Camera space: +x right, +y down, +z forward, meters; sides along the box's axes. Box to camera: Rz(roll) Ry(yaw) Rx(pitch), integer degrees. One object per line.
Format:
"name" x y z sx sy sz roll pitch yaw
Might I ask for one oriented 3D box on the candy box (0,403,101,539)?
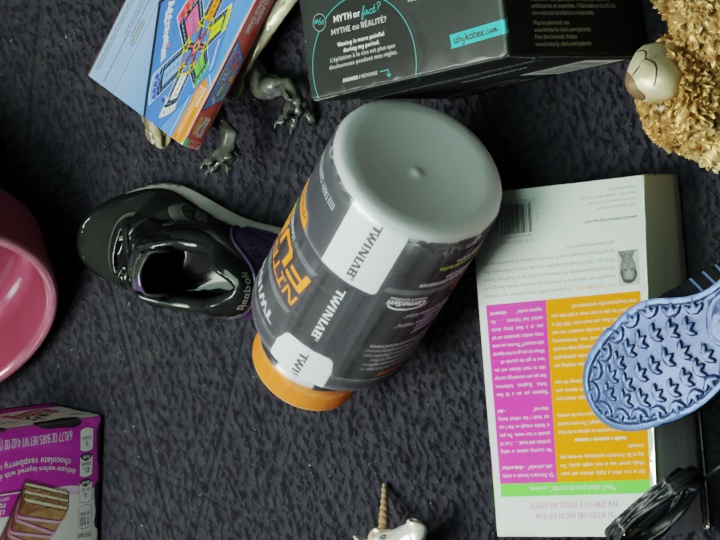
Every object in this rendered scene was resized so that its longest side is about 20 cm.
"candy box" -0.242 0.197 1.947 0.061 0.136 0.201 10 101 42

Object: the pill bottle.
"pill bottle" 0.000 0.000 1.719 0.106 0.106 0.200 56 142 23

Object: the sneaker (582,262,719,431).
"sneaker" 0.209 0.024 1.563 0.200 0.078 0.070 -37 71 35

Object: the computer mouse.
"computer mouse" 0.207 0.086 1.565 0.200 0.059 0.034 -37 61 18

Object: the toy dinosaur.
"toy dinosaur" -0.076 -0.116 1.834 0.200 0.047 0.088 -37 63 34

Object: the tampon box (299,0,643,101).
"tampon box" 0.054 -0.206 1.653 0.150 0.126 0.201 -9 87 41

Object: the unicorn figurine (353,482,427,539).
"unicorn figurine" 0.063 0.208 1.713 0.137 0.074 0.200 -32 78 50

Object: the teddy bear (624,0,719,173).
"teddy bear" 0.195 -0.155 1.571 0.145 0.067 0.200 54 125 27

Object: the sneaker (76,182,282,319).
"sneaker" -0.124 -0.012 1.855 0.200 0.087 0.076 11 100 42

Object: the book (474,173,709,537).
"book" 0.125 0.051 1.667 0.133 0.048 0.201 -5 89 43

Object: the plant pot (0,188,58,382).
"plant pot" -0.319 -0.028 1.974 0.200 0.200 0.179 -48 49 34

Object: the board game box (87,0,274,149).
"board game box" -0.092 -0.186 1.824 0.103 0.019 0.200 37 104 39
